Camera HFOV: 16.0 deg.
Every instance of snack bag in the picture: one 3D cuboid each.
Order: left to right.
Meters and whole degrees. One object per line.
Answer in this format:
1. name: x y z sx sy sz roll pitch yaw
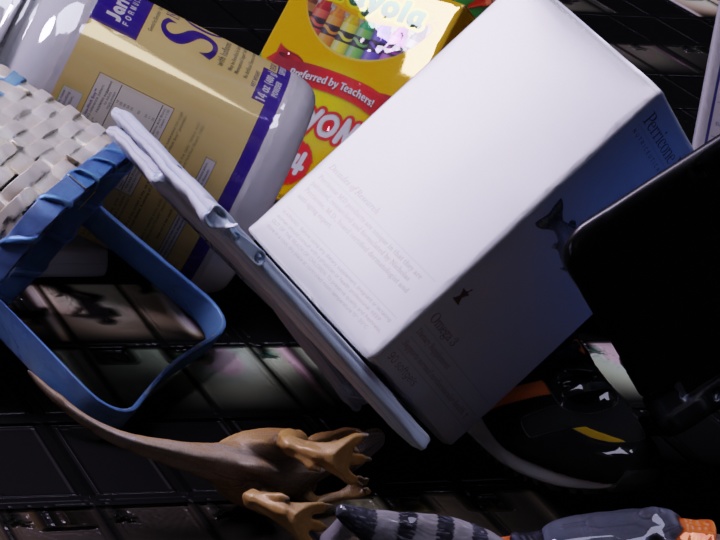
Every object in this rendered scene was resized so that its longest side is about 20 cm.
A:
1. snack bag: -0.049 0.008 1.332 0.189 0.021 0.200 49 -3 -27

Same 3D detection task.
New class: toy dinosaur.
1. toy dinosaur: -0.058 0.097 1.251 0.200 0.060 0.106 12 -1 -43

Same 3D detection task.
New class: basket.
1. basket: -0.174 -0.008 1.398 0.200 0.139 0.176 40 21 4

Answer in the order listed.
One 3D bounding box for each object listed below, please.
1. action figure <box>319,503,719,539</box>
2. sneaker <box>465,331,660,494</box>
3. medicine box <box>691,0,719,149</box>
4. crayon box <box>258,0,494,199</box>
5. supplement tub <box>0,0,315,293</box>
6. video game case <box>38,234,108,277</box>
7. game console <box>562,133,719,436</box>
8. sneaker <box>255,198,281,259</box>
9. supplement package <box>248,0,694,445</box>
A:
1. action figure: 0.088 0.148 1.093 0.193 0.105 0.200 -4 19 -6
2. sneaker: 0.093 0.050 1.385 0.070 0.090 0.200 -4 22 -32
3. medicine box: 0.321 -0.100 1.742 0.182 0.200 0.103 11 21 7
4. crayon box: -0.003 -0.124 1.677 0.127 0.200 0.051 22 -9 31
5. supplement tub: -0.143 -0.089 1.526 0.200 0.145 0.145 26 18 -7
6. video game case: -0.277 -0.036 1.578 0.200 0.022 0.182 -1 21 -25
7. game console: 0.210 -0.013 1.322 0.200 0.116 0.176 -32 -5 -1
8. sneaker: 0.000 0.000 1.520 0.075 0.070 0.200 2 21 -21
9. supplement package: 0.066 -0.030 1.339 0.117 0.200 0.117 46 -2 36
